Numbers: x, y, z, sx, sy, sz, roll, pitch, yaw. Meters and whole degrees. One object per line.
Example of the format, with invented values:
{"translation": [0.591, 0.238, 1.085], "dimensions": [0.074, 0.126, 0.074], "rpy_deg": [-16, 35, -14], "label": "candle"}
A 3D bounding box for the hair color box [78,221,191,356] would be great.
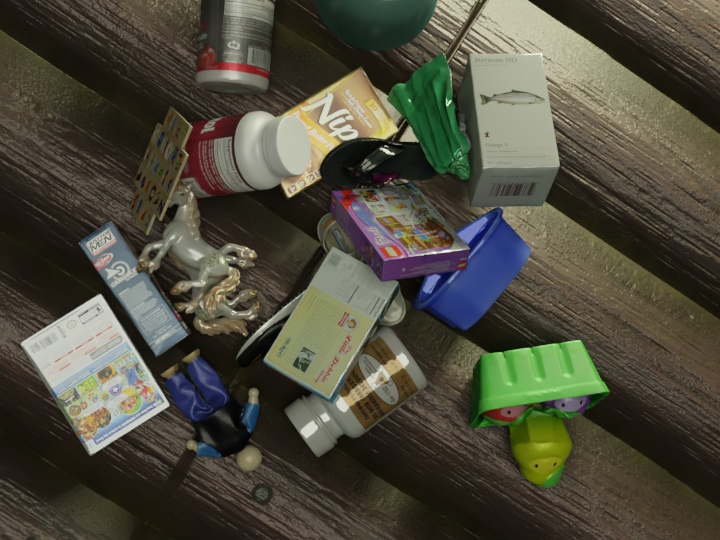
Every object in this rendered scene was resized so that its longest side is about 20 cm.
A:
{"translation": [-0.330, 0.027, 1.704], "dimensions": [0.060, 0.100, 0.200], "rpy_deg": [-35, 93, -5], "label": "hair color box"}

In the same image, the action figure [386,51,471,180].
{"translation": [0.120, -0.214, 1.723], "dimensions": [0.118, 0.055, 0.201], "rpy_deg": [-40, 55, 30], "label": "action figure"}

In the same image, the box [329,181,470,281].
{"translation": [0.054, -0.060, 1.686], "dimensions": [0.136, 0.200, 0.039], "rpy_deg": [-7, 126, -22], "label": "box"}

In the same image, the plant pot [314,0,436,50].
{"translation": [0.032, -0.443, 1.714], "dimensions": [0.199, 0.161, 0.202], "rpy_deg": [0, 89, -6], "label": "plant pot"}

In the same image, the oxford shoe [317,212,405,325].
{"translation": [0.000, 0.000, 1.757], "dimensions": [0.075, 0.058, 0.200], "rpy_deg": [-33, 94, -7], "label": "oxford shoe"}

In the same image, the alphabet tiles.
{"translation": [-0.289, -0.145, 1.658], "dimensions": [0.006, 0.200, 0.167], "rpy_deg": [19, 101, -27], "label": "alphabet tiles"}

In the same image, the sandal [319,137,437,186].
{"translation": [0.037, -0.160, 1.732], "dimensions": [0.199, 0.048, 0.076], "rpy_deg": [-7, 123, -22], "label": "sandal"}

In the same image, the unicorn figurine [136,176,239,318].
{"translation": [-0.252, -0.034, 1.650], "dimensions": [0.200, 0.074, 0.137], "rpy_deg": [49, 67, -8], "label": "unicorn figurine"}

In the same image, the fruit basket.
{"translation": [0.268, 0.224, 1.744], "dimensions": [0.214, 0.156, 0.217], "rpy_deg": [1, 72, -2], "label": "fruit basket"}

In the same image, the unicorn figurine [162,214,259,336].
{"translation": [-0.223, 0.002, 1.720], "dimensions": [0.137, 0.074, 0.201], "rpy_deg": [-4, 89, -8], "label": "unicorn figurine"}

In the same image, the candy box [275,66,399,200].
{"translation": [-0.056, -0.208, 1.755], "dimensions": [0.199, 0.055, 0.116], "rpy_deg": [-32, 94, -4], "label": "candy box"}

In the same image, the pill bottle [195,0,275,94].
{"translation": [-0.185, -0.370, 1.717], "dimensions": [0.110, 0.111, 0.201], "rpy_deg": [4, 88, -5], "label": "pill bottle"}

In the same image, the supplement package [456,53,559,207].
{"translation": [0.217, -0.209, 1.716], "dimensions": [0.116, 0.117, 0.201], "rpy_deg": [-2, 64, -5], "label": "supplement package"}

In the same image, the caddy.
{"translation": [0.160, -0.005, 1.730], "dimensions": [0.105, 0.141, 0.200], "rpy_deg": [40, 85, -7], "label": "caddy"}

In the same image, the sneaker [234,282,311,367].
{"translation": [-0.096, 0.094, 1.739], "dimensions": [0.200, 0.070, 0.090], "rpy_deg": [-40, 90, -7], "label": "sneaker"}

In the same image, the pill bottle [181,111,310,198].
{"translation": [-0.175, -0.169, 1.670], "dimensions": [0.199, 0.113, 0.114], "rpy_deg": [-4, 90, 32], "label": "pill bottle"}

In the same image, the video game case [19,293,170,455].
{"translation": [-0.399, 0.156, 1.737], "dimensions": [0.143, 0.018, 0.201], "rpy_deg": [-32, 92, -6], "label": "video game case"}

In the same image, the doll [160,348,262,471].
{"translation": [-0.212, 0.216, 1.738], "dimensions": [0.136, 0.048, 0.200], "rpy_deg": [-34, 92, -4], "label": "doll"}

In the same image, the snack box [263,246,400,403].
{"translation": [-0.041, 0.078, 1.683], "dimensions": [0.116, 0.037, 0.200], "rpy_deg": [29, 78, 14], "label": "snack box"}

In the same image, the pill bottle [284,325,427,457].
{"translation": [-0.009, 0.184, 1.725], "dimensions": [0.200, 0.114, 0.115], "rpy_deg": [-36, 93, -5], "label": "pill bottle"}
